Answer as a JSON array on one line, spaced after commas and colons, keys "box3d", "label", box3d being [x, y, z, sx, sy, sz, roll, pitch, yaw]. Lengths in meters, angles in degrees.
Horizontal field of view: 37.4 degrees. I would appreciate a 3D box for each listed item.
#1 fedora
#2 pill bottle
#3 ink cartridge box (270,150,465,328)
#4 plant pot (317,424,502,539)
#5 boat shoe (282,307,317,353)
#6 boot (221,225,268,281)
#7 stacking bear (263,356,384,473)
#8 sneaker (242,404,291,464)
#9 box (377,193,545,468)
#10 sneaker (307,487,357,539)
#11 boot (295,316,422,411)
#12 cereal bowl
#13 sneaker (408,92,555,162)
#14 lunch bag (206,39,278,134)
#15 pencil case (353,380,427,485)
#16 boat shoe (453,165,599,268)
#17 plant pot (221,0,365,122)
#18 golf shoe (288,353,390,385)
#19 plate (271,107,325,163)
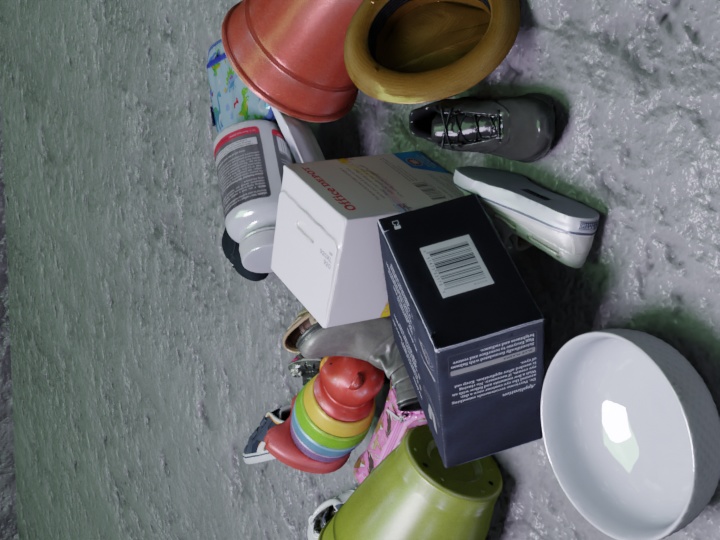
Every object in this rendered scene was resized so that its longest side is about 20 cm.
[{"box3d": [0.083, -0.247, 1.168, 0.201, 0.200, 0.082, 59, -175, 32], "label": "fedora"}, {"box3d": [-0.142, -0.103, 1.508, 0.111, 0.110, 0.201, -50, 45, 51], "label": "pill bottle"}, {"box3d": [0.016, -0.042, 1.259, 0.147, 0.199, 0.145, 43, 132, 45], "label": "ink cartridge box"}, {"box3d": [0.075, 0.298, 1.288, 0.201, 0.199, 0.194, 50, 125, 40], "label": "plant pot"}, {"box3d": [-0.031, 0.069, 1.387, 0.071, 0.065, 0.200, 52, 142, -7], "label": "boat shoe"}, {"box3d": [-0.139, -0.037, 1.636, 0.200, 0.076, 0.169, 46, 148, 22], "label": "boot"}, {"box3d": [-0.031, 0.171, 1.387, 0.113, 0.122, 0.200, 34, 137, 5], "label": "stacking bear"}, {"box3d": [-0.123, 0.256, 1.682, 0.199, 0.078, 0.080, -21, 84, 47], "label": "sneaker"}, {"box3d": [0.106, 0.063, 1.129, 0.201, 0.117, 0.197, 82, 170, -46], "label": "box"}, {"box3d": [-0.048, 0.375, 1.593, 0.200, 0.070, 0.073, -53, 54, 50], "label": "sneaker"}, {"box3d": [0.033, 0.109, 1.278, 0.068, 0.199, 0.131, 114, 141, -56], "label": "boot"}, {"box3d": [0.267, 0.151, 1.015, 0.200, 0.083, 0.201, 23, 118, 54], "label": "cereal bowl"}, {"box3d": [0.128, -0.153, 1.155, 0.200, 0.090, 0.077, 8, 103, 56], "label": "sneaker"}, {"box3d": [-0.160, -0.287, 1.597, 0.200, 0.082, 0.162, -6, 90, 57], "label": "lunch bag"}, {"box3d": [0.052, 0.211, 1.373, 0.201, 0.086, 0.083, 110, 149, -42], "label": "pencil case"}, {"box3d": [0.169, -0.057, 1.139, 0.200, 0.071, 0.070, 30, 120, 44], "label": "boat shoe"}, {"box3d": [-0.040, -0.322, 1.304, 0.195, 0.200, 0.202, -45, 60, 44], "label": "plant pot"}, {"box3d": [-0.011, 0.109, 1.459, 0.199, 0.088, 0.077, -7, 135, 38], "label": "golf shoe"}, {"box3d": [-0.071, -0.155, 1.434, 0.201, 0.032, 0.200, 65, 178, -31], "label": "plate"}]
